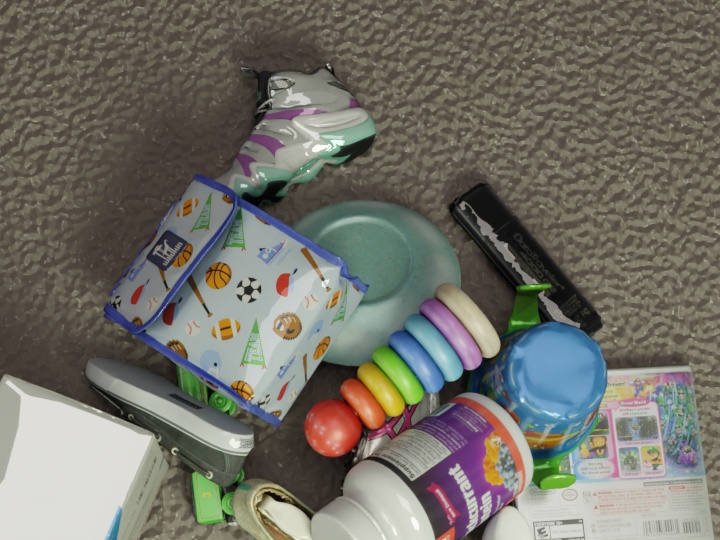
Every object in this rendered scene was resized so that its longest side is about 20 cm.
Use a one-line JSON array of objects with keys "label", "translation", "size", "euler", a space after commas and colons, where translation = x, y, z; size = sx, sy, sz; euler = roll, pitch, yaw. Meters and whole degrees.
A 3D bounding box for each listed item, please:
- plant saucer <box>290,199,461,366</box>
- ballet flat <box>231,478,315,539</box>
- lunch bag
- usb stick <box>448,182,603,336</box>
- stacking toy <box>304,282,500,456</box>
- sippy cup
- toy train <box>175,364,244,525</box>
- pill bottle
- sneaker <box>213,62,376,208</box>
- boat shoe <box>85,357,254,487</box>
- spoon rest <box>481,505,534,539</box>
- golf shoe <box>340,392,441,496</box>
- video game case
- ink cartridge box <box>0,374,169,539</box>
[{"label": "plant saucer", "translation": [0.000, 0.000, 1.480], "size": [0.201, 0.039, 0.201], "euler": [-2, 56, 2]}, {"label": "ballet flat", "translation": [-0.038, 0.268, 1.400], "size": [0.200, 0.062, 0.068], "euler": [38, 68, -10]}, {"label": "lunch bag", "translation": [-0.125, 0.021, 1.403], "size": [0.200, 0.124, 0.170], "euler": [33, 83, 21]}, {"label": "usb stick", "translation": [0.171, -0.006, 1.542], "size": [0.055, 0.033, 0.200], "euler": [-37, 82, -22]}, {"label": "stacking toy", "translation": [0.033, 0.104, 1.400], "size": [0.200, 0.085, 0.085], "euler": [-40, 82, -7]}, {"label": "sippy cup", "translation": [0.177, 0.109, 1.436], "size": [0.140, 0.130, 0.178], "euler": [-38, 80, -15]}, {"label": "toy train", "translation": [-0.148, 0.151, 1.454], "size": [0.056, 0.042, 0.200], "euler": [-9, 76, 1]}, {"label": "pill bottle", "translation": [0.055, 0.207, 1.377], "size": [0.200, 0.111, 0.112], "euler": [-31, 80, -30]}, {"label": "sneaker", "translation": [-0.098, -0.149, 1.531], "size": [0.200, 0.078, 0.140], "euler": [-27, 76, -21]}, {"label": "boat shoe", "translation": [-0.190, 0.141, 1.414], "size": [0.200, 0.069, 0.057], "euler": [24, 100, 29]}, {"label": "spoon rest", "translation": [0.141, 0.316, 1.385], "size": [0.061, 0.099, 0.200], "euler": [-9, 54, 29]}, {"label": "golf shoe", "translation": [0.041, 0.153, 1.458], "size": [0.092, 0.073, 0.200], "euler": [21, 73, -1]}, {"label": "video game case", "translation": [0.248, 0.190, 1.501], "size": [0.200, 0.024, 0.182], "euler": [-2, 74, -7]}, {"label": "ink cartridge box", "translation": [-0.270, 0.203, 1.338], "size": [0.144, 0.200, 0.147], "euler": [21, 73, 3]}]
